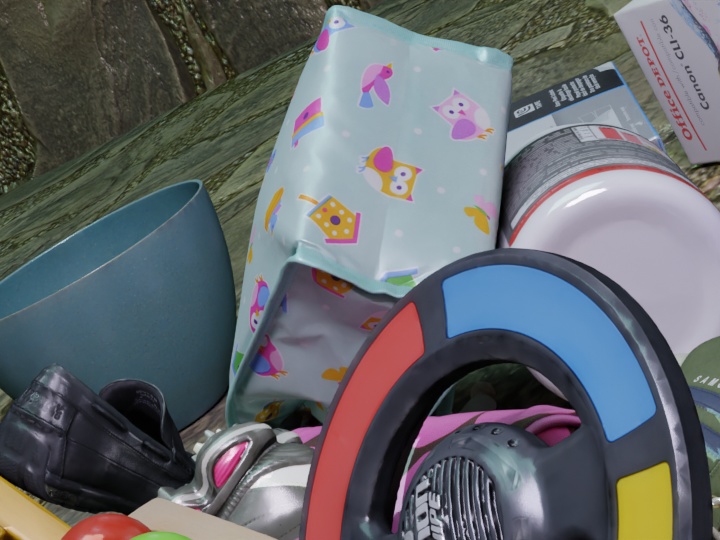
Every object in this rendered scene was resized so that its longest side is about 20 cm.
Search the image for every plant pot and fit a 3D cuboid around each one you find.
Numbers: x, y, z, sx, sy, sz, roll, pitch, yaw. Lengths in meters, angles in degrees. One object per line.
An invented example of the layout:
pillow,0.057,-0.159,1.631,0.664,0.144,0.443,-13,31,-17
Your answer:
plant pot,-0.164,0.045,1.299,0.199,0.135,0.200,-28,13,7

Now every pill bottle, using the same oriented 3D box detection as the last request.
pill bottle,0.121,-0.012,0.945,0.115,0.116,0.200,-28,13,6

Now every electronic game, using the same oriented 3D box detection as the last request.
electronic game,0.042,0.092,0.636,0.041,0.202,0.199,12,-16,-37

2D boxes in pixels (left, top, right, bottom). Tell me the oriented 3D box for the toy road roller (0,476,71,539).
toy road roller,-0.218,0.175,0.940,0.123,0.199,0.146,-50,-19,-28

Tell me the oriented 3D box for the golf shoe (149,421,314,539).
golf shoe,-0.068,0.159,0.753,0.201,0.088,0.077,-58,-24,15

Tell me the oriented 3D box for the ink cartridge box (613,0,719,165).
ink cartridge box,0.237,-0.134,1.153,0.067,0.117,0.200,-35,13,-25

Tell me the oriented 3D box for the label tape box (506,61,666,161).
label tape box,0.090,-0.046,1.166,0.198,0.067,0.144,-21,25,5

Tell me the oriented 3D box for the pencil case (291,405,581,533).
pencil case,0.027,0.107,0.786,0.199,0.090,0.094,-13,55,56

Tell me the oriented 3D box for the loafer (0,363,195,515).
loafer,-0.121,0.095,0.996,0.071,0.068,0.200,-65,-27,-3

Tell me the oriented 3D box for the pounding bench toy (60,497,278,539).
pounding bench toy,-0.049,0.164,0.561,0.124,0.157,0.200,-34,14,-21

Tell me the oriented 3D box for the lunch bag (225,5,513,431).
lunch bag,0.000,0.000,0.946,0.201,0.121,0.171,113,169,-51

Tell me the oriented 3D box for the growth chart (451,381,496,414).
growth chart,-0.016,0.122,0.959,0.199,0.018,0.145,-27,12,7

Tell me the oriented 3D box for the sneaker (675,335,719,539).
sneaker,0.141,0.074,0.686,0.089,0.067,0.200,-21,17,27
